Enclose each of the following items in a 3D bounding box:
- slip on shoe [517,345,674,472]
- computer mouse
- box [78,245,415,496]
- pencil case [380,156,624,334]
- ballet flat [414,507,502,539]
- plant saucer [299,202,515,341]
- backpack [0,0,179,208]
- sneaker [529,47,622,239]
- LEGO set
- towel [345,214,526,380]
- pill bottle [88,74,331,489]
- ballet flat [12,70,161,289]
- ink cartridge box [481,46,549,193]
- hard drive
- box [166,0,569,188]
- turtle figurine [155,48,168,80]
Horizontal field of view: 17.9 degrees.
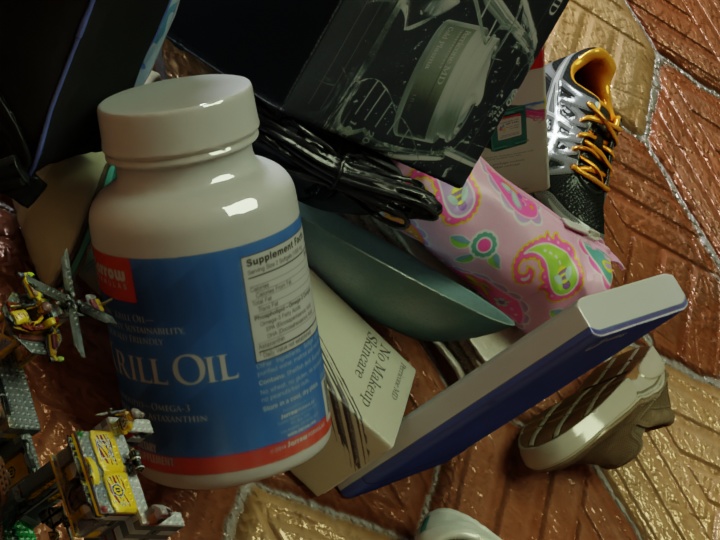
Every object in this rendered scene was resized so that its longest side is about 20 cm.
[{"bbox_3d":[0.169,0.109,1.577,0.061,0.076,0.200,66,24,-3],"label":"slip on shoe"},{"bbox_3d":[-0.030,-0.064,1.366,0.138,0.053,0.200,27,7,-9],"label":"computer mouse"},{"bbox_3d":[-0.063,0.031,1.325,0.200,0.068,0.082,43,34,-18],"label":"box"},{"bbox_3d":[0.080,-0.032,1.503,0.200,0.087,0.088,36,35,-25],"label":"pencil case"},{"bbox_3d":[0.109,0.208,1.404,0.200,0.069,0.070,39,34,-23],"label":"ballet flat"},{"bbox_3d":[0.000,0.000,1.412,0.200,0.039,0.201,29,4,-2],"label":"plant saucer"},{"bbox_3d":[-0.194,-0.170,1.220,0.200,0.184,0.147,33,31,16],"label":"backpack"},{"bbox_3d":[0.165,-0.096,1.760,0.078,0.077,0.201,32,39,-35],"label":"sneaker"},{"bbox_3d":[-0.171,0.073,1.086,0.153,0.116,0.201,19,45,-45],"label":"LEGO set"},{"bbox_3d":[0.058,-0.010,1.570,0.201,0.034,0.132,57,29,6],"label":"towel"},{"bbox_3d":[-0.083,0.004,1.204,0.112,0.112,0.201,-39,124,-59],"label":"pill bottle"},{"bbox_3d":[-0.164,-0.059,1.292,0.069,0.069,0.200,44,30,-16],"label":"ballet flat"},{"bbox_3d":[0.091,-0.156,1.617,0.200,0.067,0.117,81,-1,-53],"label":"ink cartridge box"},{"bbox_3d":[0.089,0.069,1.369,0.132,0.200,0.025,-13,70,-57],"label":"hard drive"},{"bbox_3d":[0.018,-0.179,1.338,0.124,0.201,0.196,35,9,33],"label":"box"},{"bbox_3d":[-0.140,-0.220,1.397,0.194,0.200,0.144,37,2,24],"label":"turtle figurine"}]
